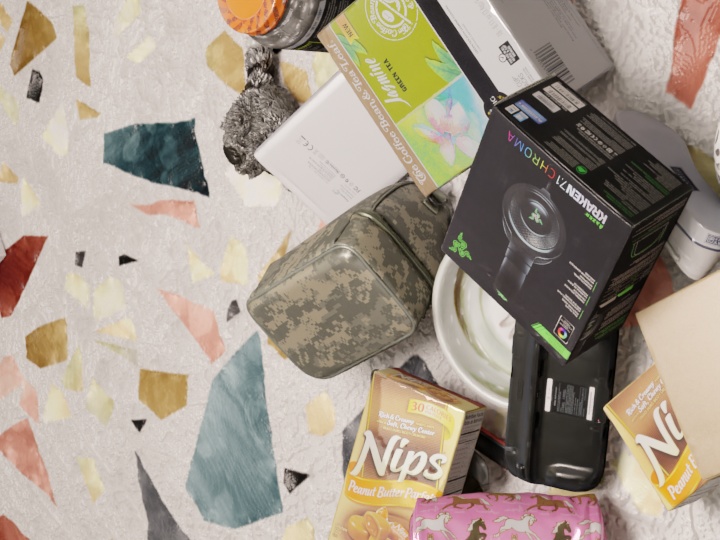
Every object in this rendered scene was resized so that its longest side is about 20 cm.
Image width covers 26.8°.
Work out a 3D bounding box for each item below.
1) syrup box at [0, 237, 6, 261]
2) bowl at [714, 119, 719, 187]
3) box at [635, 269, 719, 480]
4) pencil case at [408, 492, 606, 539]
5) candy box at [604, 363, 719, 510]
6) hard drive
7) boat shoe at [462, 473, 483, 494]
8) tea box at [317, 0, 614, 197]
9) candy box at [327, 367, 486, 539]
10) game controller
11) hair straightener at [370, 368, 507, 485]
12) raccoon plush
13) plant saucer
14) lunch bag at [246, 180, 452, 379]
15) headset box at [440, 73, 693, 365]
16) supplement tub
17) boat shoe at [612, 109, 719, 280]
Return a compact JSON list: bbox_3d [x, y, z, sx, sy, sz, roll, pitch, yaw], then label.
[{"bbox_3d":[-0.605,-0.092,2.255,0.081,0.078,0.202,-35,70,39],"label":"syrup box"},{"bbox_3d":[0.377,-0.104,1.308,0.199,0.094,0.203,3,94,44],"label":"bowl"},{"bbox_3d":[0.347,0.070,1.302,0.199,0.021,0.165,-32,71,38],"label":"box"},{"bbox_3d":[0.147,0.267,1.496,0.083,0.198,0.087,-91,-2,-58],"label":"pencil case"},{"bbox_3d":[0.329,0.116,1.384,0.200,0.055,0.116,-48,62,35],"label":"candy box"},{"bbox_3d":[-0.005,-0.145,1.652,0.132,0.025,0.200,42,122,-13],"label":"hard drive"},{"bbox_3d":[0.115,0.308,1.609,0.066,0.071,0.203,-38,63,45],"label":"boat shoe"},{"bbox_3d":[0.102,-0.218,1.498,0.196,0.133,0.201,-35,90,41],"label":"tea box"},{"bbox_3d":[0.047,0.216,1.580,0.115,0.055,0.202,21,103,28],"label":"candy box"},{"bbox_3d":[0.196,0.121,1.488,0.103,0.042,0.202,8,108,15],"label":"game controller"},{"bbox_3d":[0.071,0.168,1.630,0.200,0.077,0.041,37,144,34],"label":"hair straightener"},{"bbox_3d":[-0.087,-0.189,1.752,0.133,0.096,0.202,-5,89,36],"label":"raccoon plush"},{"bbox_3d":[0.169,0.042,1.530,0.198,0.050,0.202,9,107,31],"label":"plant saucer"},{"bbox_3d":[0.000,0.000,1.632,0.139,0.168,0.199,45,134,-14],"label":"lunch bag"},{"bbox_3d":[0.180,-0.041,1.380,0.174,0.092,0.201,45,141,23],"label":"headset box"},{"bbox_3d":[-0.051,-0.297,1.628,0.122,0.199,0.124,4,96,42],"label":"supplement tub"},{"bbox_3d":[0.276,-0.072,1.397,0.201,0.073,0.066,-109,32,-47],"label":"boat shoe"}]
